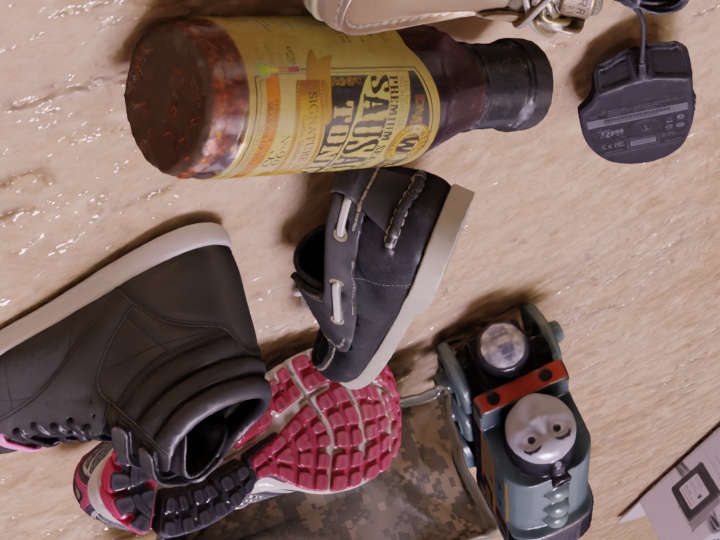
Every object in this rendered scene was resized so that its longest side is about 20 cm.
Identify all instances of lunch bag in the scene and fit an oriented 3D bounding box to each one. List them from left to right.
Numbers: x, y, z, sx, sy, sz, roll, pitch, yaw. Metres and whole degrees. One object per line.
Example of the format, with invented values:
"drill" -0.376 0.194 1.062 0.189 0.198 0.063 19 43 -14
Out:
"lunch bag" -0.041 0.161 1.309 0.199 0.118 0.164 -14 158 -17

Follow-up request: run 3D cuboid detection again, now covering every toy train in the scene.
"toy train" 0.099 0.101 1.344 0.085 0.114 0.200 -24 158 -7

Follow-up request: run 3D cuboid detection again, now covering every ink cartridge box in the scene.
"ink cartridge box" 0.315 0.178 1.826 0.115 0.067 0.200 -12 154 -35

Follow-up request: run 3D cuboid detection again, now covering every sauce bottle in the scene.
"sauce bottle" -0.001 -0.074 0.909 0.199 0.066 0.066 -8 152 -39

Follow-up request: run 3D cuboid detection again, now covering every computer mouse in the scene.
"computer mouse" 0.128 -0.110 1.031 0.058 0.034 0.200 -9 153 2

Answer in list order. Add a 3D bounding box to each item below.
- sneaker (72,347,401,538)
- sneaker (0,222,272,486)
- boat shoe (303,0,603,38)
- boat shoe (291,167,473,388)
"sneaker" -0.064 0.089 1.206 0.199 0.081 0.074 -12 -178 -33
"sneaker" -0.127 0.070 1.040 0.199 0.100 0.071 -33 159 18
"boat shoe" 0.075 -0.129 0.869 0.199 0.065 0.072 -20 157 -16
"boat shoe" 0.000 0.000 1.082 0.067 0.072 0.200 19 156 -4
